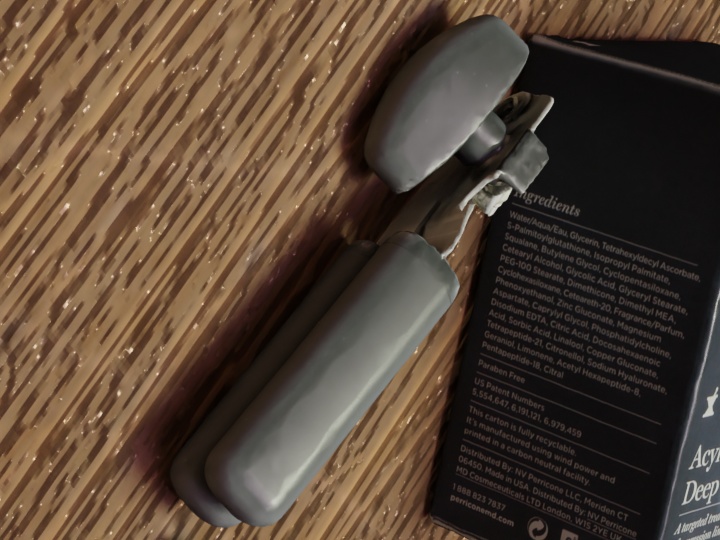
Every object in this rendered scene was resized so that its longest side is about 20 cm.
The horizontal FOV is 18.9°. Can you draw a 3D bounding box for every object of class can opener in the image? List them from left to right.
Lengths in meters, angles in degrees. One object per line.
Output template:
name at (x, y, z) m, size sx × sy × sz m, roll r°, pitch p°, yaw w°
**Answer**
can opener at (0.000, 0.000, 0.743) m, size 0.066 × 0.053 × 0.200 m, roll 43°, pitch 65°, yaw -17°

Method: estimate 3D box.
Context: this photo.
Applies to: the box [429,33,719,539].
box at (0.127, 0.015, 0.866) m, size 0.148 × 0.107 × 0.202 m, roll -7°, pitch 111°, yaw -52°
